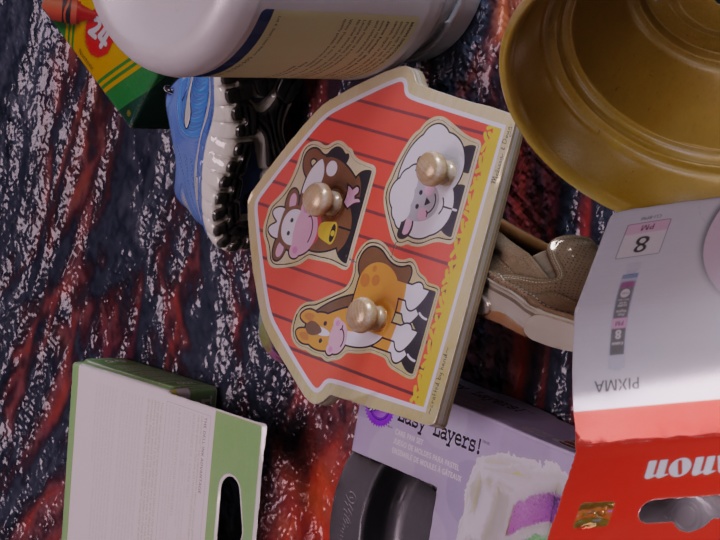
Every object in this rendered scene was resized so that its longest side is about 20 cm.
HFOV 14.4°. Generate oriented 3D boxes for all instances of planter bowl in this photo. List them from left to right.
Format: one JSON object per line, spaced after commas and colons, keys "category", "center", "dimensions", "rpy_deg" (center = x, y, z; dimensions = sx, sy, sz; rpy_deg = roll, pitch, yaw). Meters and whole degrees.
{"category": "planter bowl", "center": [0.176, -0.114, 1.441], "dimensions": [0.200, 0.200, 0.084], "rpy_deg": [-26, 33, 44]}

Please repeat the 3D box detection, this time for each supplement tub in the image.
{"category": "supplement tub", "center": [-0.039, -0.180, 1.612], "dimensions": [0.144, 0.199, 0.146], "rpy_deg": [3, 94, 46]}

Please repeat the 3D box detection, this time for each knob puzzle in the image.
{"category": "knob puzzle", "center": [-0.005, -0.021, 1.618], "dimensions": [0.219, 0.030, 0.221], "rpy_deg": [-14, 71, 44]}

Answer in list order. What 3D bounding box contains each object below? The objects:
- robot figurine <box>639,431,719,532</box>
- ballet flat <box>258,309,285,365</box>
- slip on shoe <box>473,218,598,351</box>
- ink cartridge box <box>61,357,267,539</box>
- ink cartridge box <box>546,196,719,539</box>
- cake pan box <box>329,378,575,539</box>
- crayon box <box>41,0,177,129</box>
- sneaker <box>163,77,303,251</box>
{"category": "robot figurine", "center": [0.171, 0.140, 1.466], "dimensions": [0.201, 0.112, 0.170], "rpy_deg": [-58, 18, 31]}
{"category": "ballet flat", "center": [0.000, 0.000, 1.668], "dimensions": [0.200, 0.069, 0.071], "rpy_deg": [-52, 28, 31]}
{"category": "slip on shoe", "center": [0.114, 0.011, 1.558], "dimensions": [0.199, 0.076, 0.061], "rpy_deg": [19, 94, 51]}
{"category": "ink cartridge box", "center": [-0.115, 0.145, 1.817], "dimensions": [0.199, 0.048, 0.147], "rpy_deg": [13, 101, 45]}
{"category": "ink cartridge box", "center": [0.176, 0.043, 1.397], "dimensions": [0.162, 0.201, 0.057], "rpy_deg": [-8, 127, 32]}
{"category": "cake pan box", "center": [0.065, 0.164, 1.627], "dimensions": [0.199, 0.052, 0.186], "rpy_deg": [22, 105, 44]}
{"category": "crayon box", "center": [-0.118, -0.206, 1.804], "dimensions": [0.127, 0.051, 0.201], "rpy_deg": [51, 125, 33]}
{"category": "sneaker", "center": [-0.085, -0.117, 1.749], "dimensions": [0.089, 0.078, 0.201], "rpy_deg": [31, 119, 43]}
